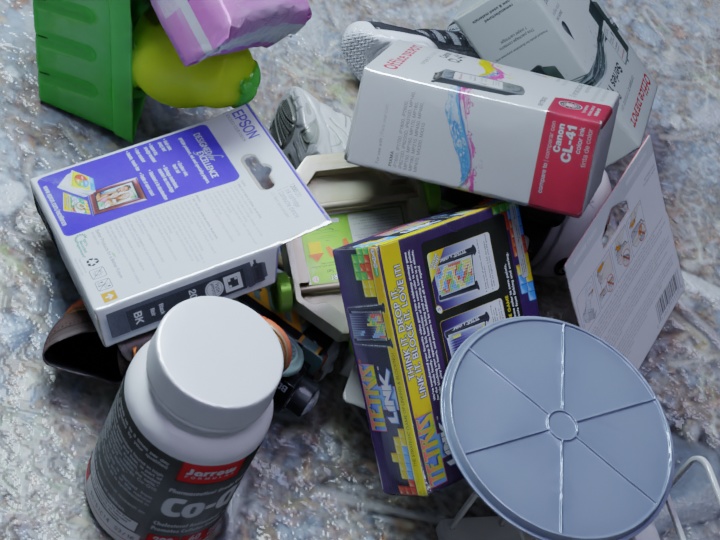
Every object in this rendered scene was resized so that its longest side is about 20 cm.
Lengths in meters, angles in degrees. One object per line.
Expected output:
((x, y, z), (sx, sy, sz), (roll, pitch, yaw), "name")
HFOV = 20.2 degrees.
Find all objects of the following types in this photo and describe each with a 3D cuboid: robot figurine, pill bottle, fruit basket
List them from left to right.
((-0.176, -0.211, 1.731), (0.214, 0.216, 0.156), (17, 49, -10), "fruit basket")
((-0.130, 0.116, 1.502), (0.113, 0.200, 0.115), (12, 51, -15), "pill bottle")
((0.126, -0.070, 1.798), (0.199, 0.125, 0.151), (22, 42, -8), "robot figurine")

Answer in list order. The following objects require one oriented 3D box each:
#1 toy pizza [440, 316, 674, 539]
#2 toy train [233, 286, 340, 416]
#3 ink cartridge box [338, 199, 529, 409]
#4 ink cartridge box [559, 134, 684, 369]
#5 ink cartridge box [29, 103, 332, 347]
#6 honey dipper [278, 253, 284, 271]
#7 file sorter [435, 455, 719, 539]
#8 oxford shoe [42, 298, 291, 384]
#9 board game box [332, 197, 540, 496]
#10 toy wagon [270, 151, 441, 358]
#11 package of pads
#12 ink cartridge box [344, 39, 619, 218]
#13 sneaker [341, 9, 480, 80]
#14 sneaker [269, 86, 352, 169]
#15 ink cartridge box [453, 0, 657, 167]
((0.150, 0.127, 1.565), (0.198, 0.032, 0.202), (12, 54, -17), "toy pizza")
((-0.108, 0.038, 1.655), (0.199, 0.085, 0.114), (34, 39, 3), "toy train")
((0.056, 0.047, 1.705), (0.116, 0.067, 0.201), (23, 67, -7), "ink cartridge box")
((0.217, 0.007, 1.766), (0.043, 0.175, 0.200), (4, 38, 32), "ink cartridge box")
((-0.144, -0.041, 1.615), (0.199, 0.044, 0.198), (-21, 40, -12), "ink cartridge box")
((-0.059, -0.003, 1.735), (0.199, 0.038, 0.038), (26, 48, -6), "honey dipper")
((0.186, 0.230, 1.605), (0.198, 0.125, 0.140), (0, 54, -23), "file sorter")
((-0.152, 0.067, 1.571), (0.198, 0.072, 0.073), (1, 22, 19), "oxford shoe")
((0.071, 0.058, 1.602), (0.165, 0.056, 0.202), (-18, 101, -40), "board game box")
((0.000, 0.000, 1.649), (0.154, 0.040, 0.202), (-7, 73, -16), "toy wagon")
((-0.132, -0.270, 1.641), (0.120, 0.075, 0.201), (-21, 82, -55), "package of pads")
((0.102, -0.117, 1.646), (0.198, 0.086, 0.148), (15, 18, 8), "ink cartridge box")
((0.074, -0.213, 1.932), (0.199, 0.076, 0.115), (19, 48, -17), "sneaker")
((-0.015, -0.082, 1.781), (0.099, 0.078, 0.201), (12, 43, -26), "sneaker")
((0.187, -0.202, 1.893), (0.200, 0.083, 0.147), (53, 29, -17), "ink cartridge box")
